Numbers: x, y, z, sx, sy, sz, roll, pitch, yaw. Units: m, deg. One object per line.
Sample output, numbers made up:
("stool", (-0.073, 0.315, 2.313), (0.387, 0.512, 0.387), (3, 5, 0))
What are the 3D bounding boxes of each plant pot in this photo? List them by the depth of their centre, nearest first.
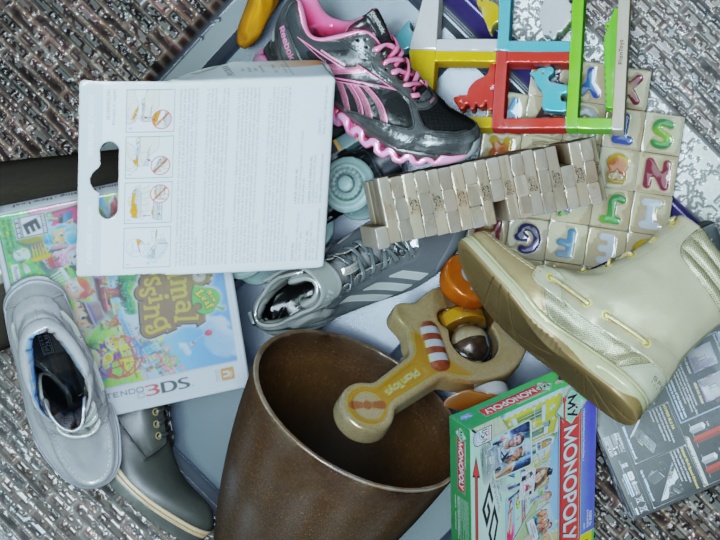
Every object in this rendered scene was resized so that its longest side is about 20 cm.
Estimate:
("plant pot", (-0.042, 0.185, 1.642), (0.186, 0.187, 0.201), (31, 119, 4))

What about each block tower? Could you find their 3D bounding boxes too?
("block tower", (0.098, -0.064, 1.612), (0.198, 0.054, 0.058), (-13, 95, -12))

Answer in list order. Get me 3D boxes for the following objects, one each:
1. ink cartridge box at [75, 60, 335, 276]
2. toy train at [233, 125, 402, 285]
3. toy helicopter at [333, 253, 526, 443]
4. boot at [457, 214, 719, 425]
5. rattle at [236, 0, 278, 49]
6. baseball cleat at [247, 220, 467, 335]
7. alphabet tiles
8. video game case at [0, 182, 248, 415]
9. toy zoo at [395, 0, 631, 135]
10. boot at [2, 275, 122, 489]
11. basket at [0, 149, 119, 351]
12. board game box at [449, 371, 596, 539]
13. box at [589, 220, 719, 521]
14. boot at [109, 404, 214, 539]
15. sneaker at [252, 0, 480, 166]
("ink cartridge box", (-0.122, -0.078, 1.555), (0.198, 0.050, 0.163), (-1, 113, -13))
("toy train", (-0.066, -0.069, 1.669), (0.199, 0.085, 0.114), (-32, 81, 8))
("toy helicopter", (0.060, 0.085, 1.604), (0.132, 0.200, 0.079), (48, 142, 12))
("boot", (0.190, 0.005, 1.579), (0.155, 0.073, 0.200), (-42, 66, -16))
("rattle", (0.008, -0.244, 1.652), (0.198, 0.130, 0.144), (-1, 106, -19))
("baseball cleat", (0.000, 0.000, 1.650), (0.199, 0.106, 0.070), (-33, 85, 6))
("alphabet tiles", (0.177, -0.072, 1.662), (0.165, 0.006, 0.202), (8, 95, -3))
("video game case", (-0.190, 0.024, 1.616), (0.181, 0.022, 0.201), (-12, 118, -9))
("toy zoo", (0.120, -0.177, 1.643), (0.198, 0.020, 0.132), (1, 79, 12))
("boot", (-0.234, 0.108, 1.581), (0.073, 0.096, 0.201), (-19, 120, -4))
("basket", (-0.260, -0.026, 1.668), (0.198, 0.136, 0.182), (-15, 63, 2))
("board game box", (0.131, 0.185, 1.611), (0.134, 0.029, 0.201), (-21, 122, -31))
("box", (0.253, 0.080, 1.644), (0.157, 0.050, 0.201), (-24, 92, 0))
("boot", (-0.168, 0.120, 1.698), (0.200, 0.077, 0.138), (44, 93, 1))
("sneaker", (0.011, -0.155, 1.592), (0.199, 0.079, 0.096), (27, 118, 10))
